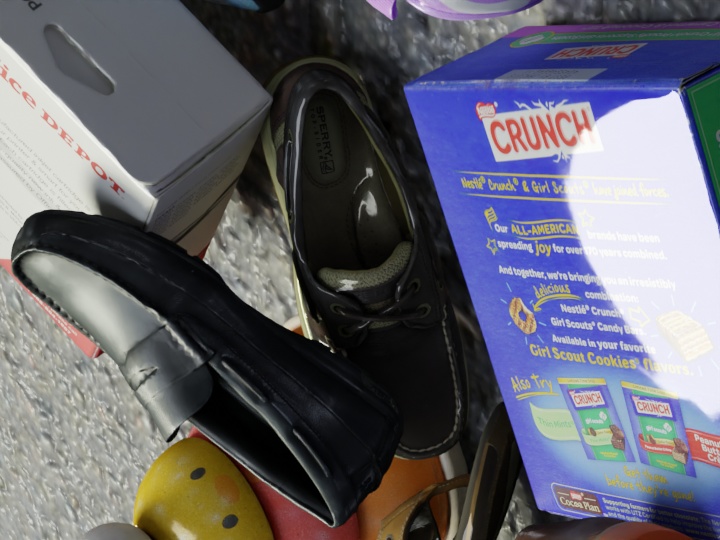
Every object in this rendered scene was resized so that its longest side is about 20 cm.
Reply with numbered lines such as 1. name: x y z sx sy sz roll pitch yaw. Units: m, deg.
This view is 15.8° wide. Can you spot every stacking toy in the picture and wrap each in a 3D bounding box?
1. stacking toy: -0.059 0.120 1.266 0.146 0.200 0.146 35 140 36

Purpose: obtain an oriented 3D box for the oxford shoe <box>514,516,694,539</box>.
1. oxford shoe: 0.141 0.154 1.071 0.200 0.071 0.073 42 163 -35

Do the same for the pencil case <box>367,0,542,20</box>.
1. pencil case: 0.048 -0.191 0.984 0.084 0.085 0.200 39 143 36

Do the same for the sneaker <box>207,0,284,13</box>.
1. sneaker: -0.052 -0.197 1.155 0.090 0.078 0.200 29 144 19

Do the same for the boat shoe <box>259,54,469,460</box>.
1. boat shoe: 0.000 0.000 1.197 0.065 0.073 0.200 -109 -3 -80

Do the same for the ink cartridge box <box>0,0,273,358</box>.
1. ink cartridge box: -0.134 -0.066 1.250 0.147 0.083 0.200 46 154 7

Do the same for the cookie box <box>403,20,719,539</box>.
1. cookie box: 0.121 0.004 1.035 0.171 0.075 0.200 7 120 54

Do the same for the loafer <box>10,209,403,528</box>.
1. loafer: -0.075 0.043 1.171 0.201 0.070 0.068 33 148 -4

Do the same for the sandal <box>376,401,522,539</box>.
1. sandal: 0.028 0.145 1.234 0.055 0.082 0.200 24 125 2
